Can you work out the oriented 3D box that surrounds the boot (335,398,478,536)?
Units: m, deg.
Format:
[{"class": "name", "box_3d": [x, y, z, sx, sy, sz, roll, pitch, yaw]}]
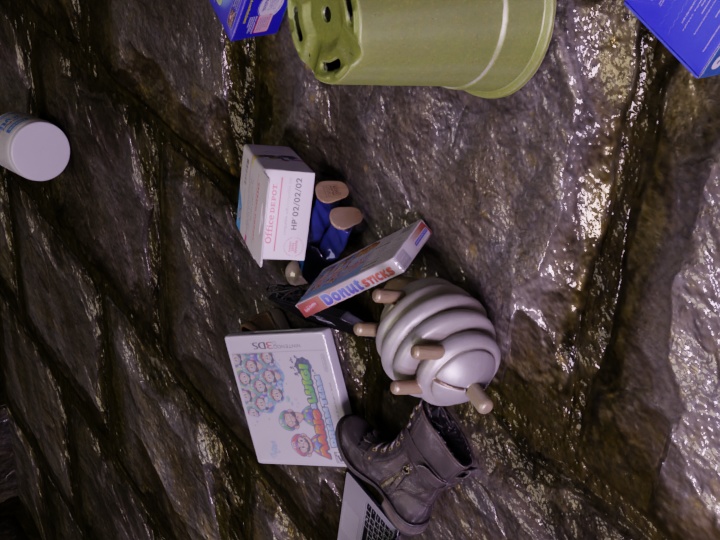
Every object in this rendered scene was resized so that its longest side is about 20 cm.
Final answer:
[{"class": "boot", "box_3d": [0.058, 0.210, 1.256, 0.200, 0.069, 0.174, 50, 136, 29]}]

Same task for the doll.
[{"class": "doll", "box_3d": [-0.056, -0.039, 1.328, 0.137, 0.048, 0.200, 62, 151, 20]}]

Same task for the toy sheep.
[{"class": "toy sheep", "box_3d": [0.079, 0.078, 1.080, 0.200, 0.138, 0.138, 60, 148, 39]}]

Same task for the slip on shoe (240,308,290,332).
[{"class": "slip on shoe", "box_3d": [-0.109, 0.146, 1.486, 0.200, 0.060, 0.076, 62, 147, 20]}]

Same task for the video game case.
[{"class": "video game case", "box_3d": [-0.095, 0.180, 1.438, 0.182, 0.024, 0.200, -5, 105, 35]}]

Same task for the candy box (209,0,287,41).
[{"class": "candy box", "box_3d": [-0.153, -0.422, 1.283, 0.200, 0.077, 0.169, 62, 148, 18]}]

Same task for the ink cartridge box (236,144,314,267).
[{"class": "ink cartridge box", "box_3d": [-0.107, -0.083, 1.296, 0.200, 0.068, 0.115, -128, 43, -67]}]

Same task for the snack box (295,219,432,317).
[{"class": "snack box", "box_3d": [0.000, 0.000, 1.203, 0.024, 0.072, 0.200, 47, 142, -14]}]

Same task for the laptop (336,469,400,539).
[{"class": "laptop", "box_3d": [-0.016, 0.421, 1.408, 0.200, 0.116, 0.188, 43, 137, 41]}]

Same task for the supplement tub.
[{"class": "supplement tub", "box_3d": [-0.725, -0.272, 2.230, 0.200, 0.132, 0.132, 20, 120, 53]}]

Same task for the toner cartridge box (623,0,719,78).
[{"class": "toner cartridge box", "box_3d": [0.269, -0.242, 0.713, 0.095, 0.043, 0.200, 56, 145, 26]}]

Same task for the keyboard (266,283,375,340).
[{"class": "keyboard", "box_3d": [-0.049, 0.045, 1.342, 0.200, 0.104, 0.040, 10, 71, 55]}]

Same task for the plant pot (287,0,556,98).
[{"class": "plant pot", "box_3d": [0.042, -0.245, 0.938, 0.200, 0.190, 0.200, 30, 127, 49]}]
